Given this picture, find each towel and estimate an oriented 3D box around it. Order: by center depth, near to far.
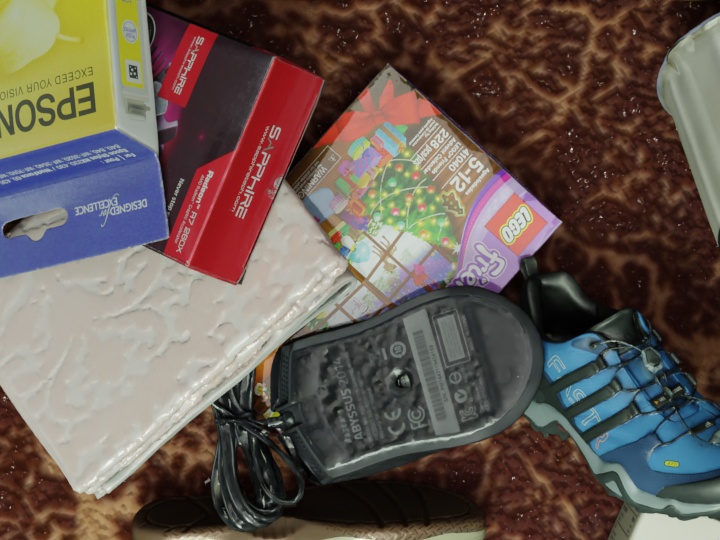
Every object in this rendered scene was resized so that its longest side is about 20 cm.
[{"bbox_3d":[-0.120,0.006,1.587,0.200,0.032,0.191,-40,51,1],"label":"towel"}]

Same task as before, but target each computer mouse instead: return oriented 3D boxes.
[{"bbox_3d":[0.008,0.062,1.585,0.199,0.053,0.139,-12,83,10],"label":"computer mouse"}]

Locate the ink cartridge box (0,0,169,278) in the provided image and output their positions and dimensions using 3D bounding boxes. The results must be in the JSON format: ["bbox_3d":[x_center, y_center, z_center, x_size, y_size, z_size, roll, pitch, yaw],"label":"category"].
[{"bbox_3d":[-0.198,-0.100,1.564,0.197,0.047,0.201,-13,76,36],"label":"ink cartridge box"}]

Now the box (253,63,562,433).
[{"bbox_3d":[0.000,0.000,1.627,0.137,0.039,0.200,42,92,0],"label":"box"}]

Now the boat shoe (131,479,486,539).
[{"bbox_3d":[-0.028,0.167,1.623,0.201,0.075,0.075,-1,110,4],"label":"boat shoe"}]

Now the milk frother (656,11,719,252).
[{"bbox_3d":[0.233,-0.012,1.580,0.200,0.180,0.189,-36,51,29],"label":"milk frother"}]

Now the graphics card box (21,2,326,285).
[{"bbox_3d":[-0.125,-0.085,1.574,0.200,0.051,0.126,25,93,38],"label":"graphics card box"}]

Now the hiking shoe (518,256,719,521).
[{"bbox_3d":[0.147,0.068,1.545,0.074,0.200,0.087,-28,127,-30],"label":"hiking shoe"}]

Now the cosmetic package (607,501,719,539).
[{"bbox_3d":[0.151,0.223,1.595,0.073,0.104,0.201,25,93,0],"label":"cosmetic package"}]
